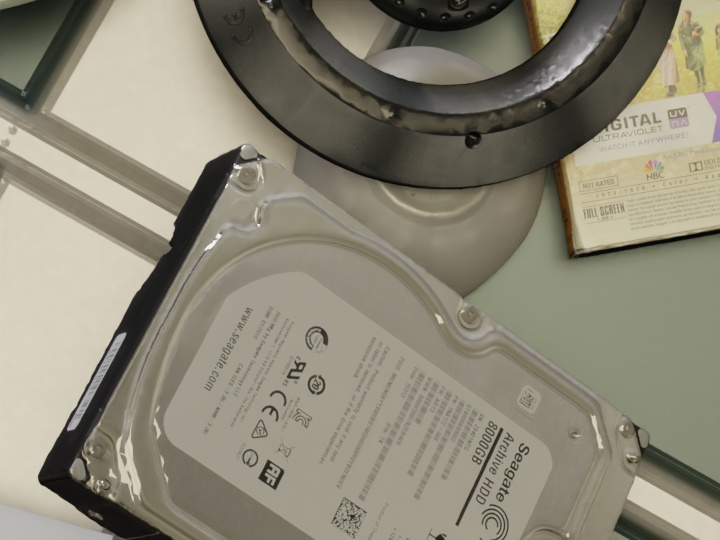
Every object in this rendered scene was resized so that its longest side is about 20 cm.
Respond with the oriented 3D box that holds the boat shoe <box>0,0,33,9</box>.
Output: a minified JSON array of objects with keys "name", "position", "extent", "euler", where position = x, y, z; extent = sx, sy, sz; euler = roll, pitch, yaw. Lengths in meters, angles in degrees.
[{"name":"boat shoe","position":[-0.106,-0.156,0.902],"extent":[0.199,0.060,0.076],"euler":[-24,100,-7]}]

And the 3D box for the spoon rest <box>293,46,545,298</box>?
[{"name":"spoon rest","position":[0.000,0.000,0.901],"extent":[0.099,0.061,0.201],"euler":[32,70,-1]}]

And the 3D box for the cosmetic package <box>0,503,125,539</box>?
[{"name":"cosmetic package","position":[-0.110,0.151,0.843],"extent":[0.199,0.102,0.074],"euler":[17,127,-3]}]

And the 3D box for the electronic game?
[{"name":"electronic game","position":[0.030,-0.131,0.881],"extent":[0.199,0.042,0.201],"euler":[1,87,-12]}]

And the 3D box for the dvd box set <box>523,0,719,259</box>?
[{"name":"dvd box set","position":[0.136,-0.115,0.925],"extent":[0.145,0.029,0.201],"euler":[-11,86,-4]}]

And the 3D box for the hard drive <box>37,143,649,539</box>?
[{"name":"hard drive","position":[0.001,0.067,0.829],"extent":[0.200,0.038,0.140],"euler":[36,66,-20]}]
